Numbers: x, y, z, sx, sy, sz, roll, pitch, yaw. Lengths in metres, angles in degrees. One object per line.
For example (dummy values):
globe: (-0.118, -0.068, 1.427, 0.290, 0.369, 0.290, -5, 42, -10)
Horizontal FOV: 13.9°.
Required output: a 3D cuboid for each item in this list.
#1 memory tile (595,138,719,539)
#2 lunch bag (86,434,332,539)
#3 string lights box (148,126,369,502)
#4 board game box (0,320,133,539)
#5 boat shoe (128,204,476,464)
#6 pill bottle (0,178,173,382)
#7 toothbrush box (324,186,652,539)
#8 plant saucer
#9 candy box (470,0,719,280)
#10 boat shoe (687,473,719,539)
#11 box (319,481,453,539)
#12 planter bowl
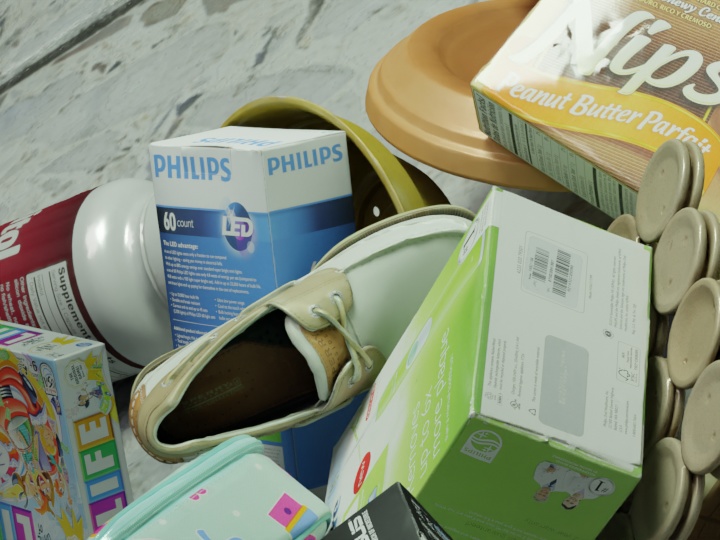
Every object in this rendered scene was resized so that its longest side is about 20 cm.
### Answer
memory tile: (0.130, 0.048, 1.331, 0.201, 0.017, 0.154, -95, 25, -49)
lunch bag: (-0.100, 0.176, 1.396, 0.160, 0.077, 0.200, -37, -17, -49)
string lights box: (-0.048, 0.030, 1.521, 0.059, 0.202, 0.102, -13, 12, -37)
board game box: (-0.197, 0.098, 1.670, 0.034, 0.135, 0.199, -19, 16, -33)
boat shoe: (-0.019, 0.038, 1.432, 0.199, 0.075, 0.068, -32, 10, 1)
pill bottle: (-0.159, 0.012, 1.753, 0.199, 0.113, 0.113, -19, 37, 33)
toothbrush box: (0.052, 0.087, 1.347, 0.146, 0.086, 0.200, -81, 15, -45)
plant saucer: (0.102, -0.099, 1.555, 0.199, 0.038, 0.200, 2, 26, -1)
candy box: (0.166, -0.071, 1.432, 0.199, 0.055, 0.116, 34, 73, 21)
boat shoe: (0.195, 0.058, 1.327, 0.200, 0.072, 0.072, -52, 30, -2)
box: (0.072, 0.196, 1.158, 0.043, 0.200, 0.160, -37, 31, 8)
planter bowl: (0.000, 0.000, 1.568, 0.083, 0.202, 0.200, -15, 11, -37)
